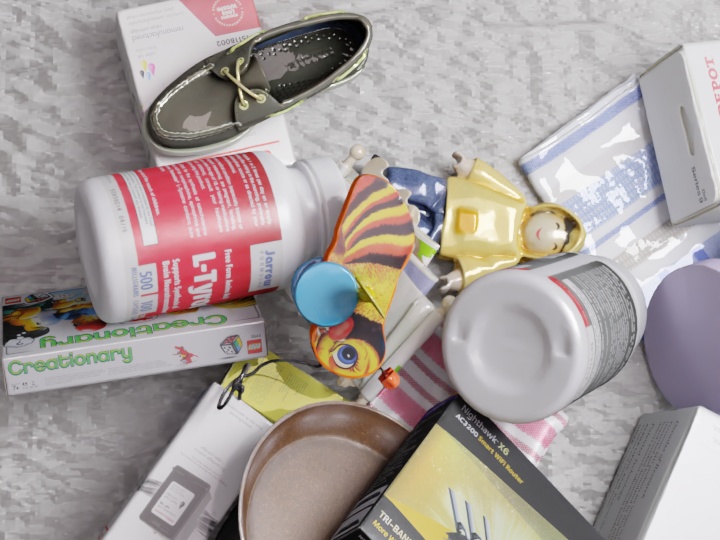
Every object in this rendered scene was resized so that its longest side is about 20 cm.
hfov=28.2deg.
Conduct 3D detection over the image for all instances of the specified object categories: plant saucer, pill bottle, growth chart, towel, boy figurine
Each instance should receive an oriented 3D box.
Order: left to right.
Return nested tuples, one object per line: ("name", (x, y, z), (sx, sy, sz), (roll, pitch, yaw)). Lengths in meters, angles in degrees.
("pill bottle", (-0.113, -0.031, 1.111), (0.199, 0.112, 0.113), (-11, 83, -18))
("plant saucer", (-0.007, 0.194, 1.045), (0.200, 0.034, 0.201), (16, 57, -27))
("growth chart", (0.000, 0.000, 1.154), (0.145, 0.018, 0.200), (-44, 52, 15))
("towel", (0.060, 0.150, 1.132), (0.146, 0.030, 0.200), (37, 74, -3))
("boy figurine", (0.096, -0.036, 1.226), (0.199, 0.064, 0.125), (14, 76, -5))
("pill bottle", (0.152, 0.046, 1.122), (0.113, 0.200, 0.114), (3, 98, 27))
("towel", (0.249, -0.059, 1.276), (0.147, 0.024, 0.200), (-34, 89, -12))

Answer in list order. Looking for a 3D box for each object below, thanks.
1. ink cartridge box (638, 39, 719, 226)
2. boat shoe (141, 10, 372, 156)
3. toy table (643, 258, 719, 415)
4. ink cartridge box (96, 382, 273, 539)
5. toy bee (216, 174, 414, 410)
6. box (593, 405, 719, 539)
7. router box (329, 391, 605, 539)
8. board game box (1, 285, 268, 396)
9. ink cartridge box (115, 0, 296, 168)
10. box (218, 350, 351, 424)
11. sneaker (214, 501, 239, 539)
("ink cartridge box", (0.361, -0.127, 1.259), (0.199, 0.087, 0.146), (-8, 79, -21))
("boat shoe", (-0.081, -0.154, 1.144), (0.201, 0.060, 0.072), (-26, 86, -15))
("toy table", (0.327, 0.048, 1.182), (0.117, 0.200, 0.185), (-16, 88, -17))
("ink cartridge box", (-0.150, 0.190, 1.119), (0.067, 0.116, 0.200), (36, 78, -4))
("toy bee", (-0.006, 0.034, 1.073), (0.108, 0.131, 0.200), (31, 112, -8))
("box", (0.300, 0.245, 1.183), (0.198, 0.131, 0.201), (28, 78, -5))
("router box", (0.092, 0.212, 1.048), (0.200, 0.052, 0.157), (46, 48, -5))
("board game box", (-0.181, 0.044, 1.132), (0.199, 0.126, 0.035), (-8, 113, -12))
("ink cartridge box", (-0.124, -0.124, 1.196), (0.116, 0.067, 0.201), (-15, 84, -12))
("box", (-0.022, 0.131, 1.173), (0.200, 0.075, 0.050), (33, 77, -5))
("sneaker", (-0.015, 0.222, 1.160), (0.199, 0.071, 0.100), (22, 83, -2))
